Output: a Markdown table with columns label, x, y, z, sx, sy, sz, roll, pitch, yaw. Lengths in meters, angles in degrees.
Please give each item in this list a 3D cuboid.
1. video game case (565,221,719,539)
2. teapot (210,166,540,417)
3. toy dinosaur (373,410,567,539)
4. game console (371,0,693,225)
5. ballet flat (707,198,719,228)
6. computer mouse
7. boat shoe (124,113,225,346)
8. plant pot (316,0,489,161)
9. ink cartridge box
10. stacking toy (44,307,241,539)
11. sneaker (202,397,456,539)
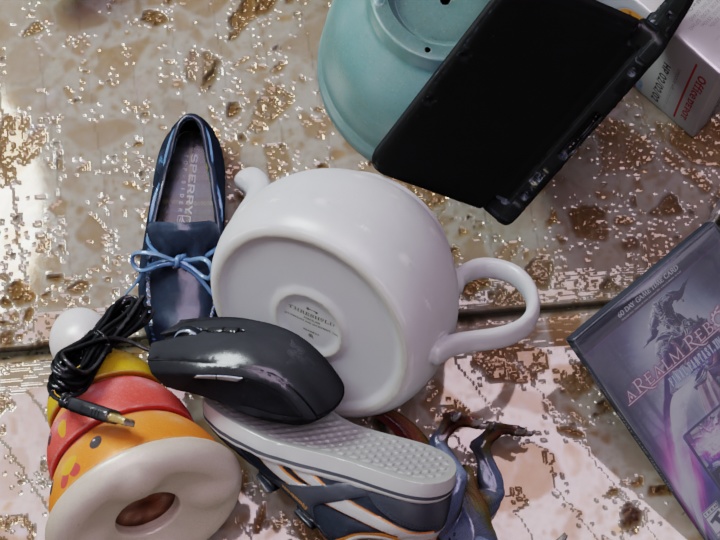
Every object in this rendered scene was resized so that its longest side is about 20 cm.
| label | x | y | z | sx | sy | sz | roll | pitch | yaw |
| --- | --- | --- | --- | --- | --- | --- | --- | --- | --- |
| video game case | 0.260 | 0.087 | 1.285 | 0.143 | 0.019 | 0.201 | -38 | 100 | -13 |
| teapot | 0.000 | 0.000 | 1.283 | 0.200 | 0.197 | 0.146 | 53 | 46 | -12 |
| toy dinosaur | 0.084 | 0.200 | 1.275 | 0.199 | 0.105 | 0.183 | 4 | 81 | 40 |
| game console | 0.127 | -0.142 | 1.272 | 0.116 | 0.200 | 0.176 | 39 | 37 | -1 |
| ballet flat | 0.286 | -0.011 | 1.337 | 0.072 | 0.072 | 0.200 | 34 | 73 | 11 |
| computer mouse | -0.118 | 0.067 | 1.213 | 0.199 | 0.046 | 0.140 | 18 | 35 | 21 |
| boat shoe | -0.142 | -0.024 | 1.334 | 0.083 | 0.069 | 0.202 | -5 | 72 | -2 |
| plant pot | 0.064 | -0.187 | 1.360 | 0.199 | 0.134 | 0.202 | 0 | 71 | -1 |
| ink cartridge box | 0.248 | -0.185 | 1.370 | 0.200 | 0.115 | 0.068 | 43 | 75 | 13 |
| stacking toy | -0.185 | 0.109 | 1.276 | 0.145 | 0.147 | 0.201 | -24 | 54 | -9 |
| sneaker | -0.030 | 0.145 | 1.247 | 0.199 | 0.080 | 0.078 | 21 | 30 | 24 |
